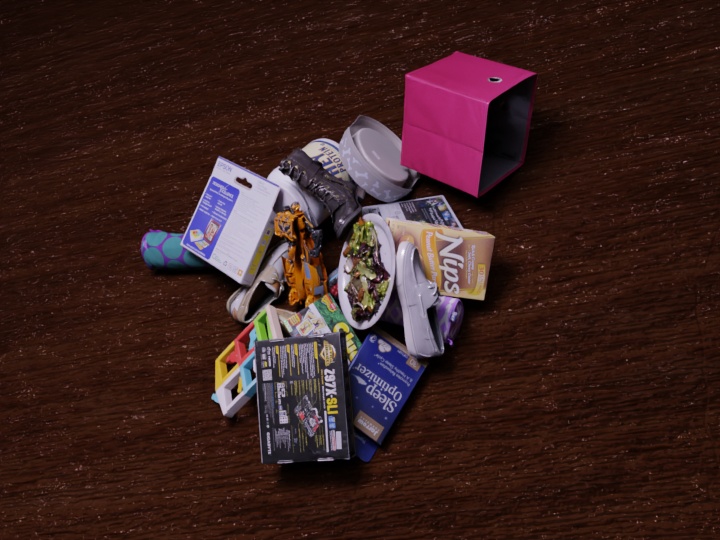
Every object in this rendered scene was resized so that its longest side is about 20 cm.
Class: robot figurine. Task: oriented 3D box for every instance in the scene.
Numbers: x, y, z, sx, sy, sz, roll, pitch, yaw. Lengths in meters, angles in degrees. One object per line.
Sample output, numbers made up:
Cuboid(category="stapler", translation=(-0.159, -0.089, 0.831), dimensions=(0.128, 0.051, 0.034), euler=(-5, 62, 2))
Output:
Cuboid(category="robot figurine", translation=(-0.114, -0.028, 1.293), dimensions=(0.057, 0.206, 0.144), euler=(-20, 19, -30))

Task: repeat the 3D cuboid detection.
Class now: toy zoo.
Cuboid(category="toy zoo", translation=(-0.214, 0.177, 1.248), dimensions=(0.200, 0.020, 0.133), euler=(-44, 41, 20))

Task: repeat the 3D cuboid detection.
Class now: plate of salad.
Cuboid(category="plate of salad", translation=(0.000, 0.000, 1.193), dimensions=(0.047, 0.202, 0.203), euler=(8, 43, -31))

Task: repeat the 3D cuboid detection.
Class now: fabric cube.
Cuboid(category="fabric cube", translation=(0.216, -0.302, 1.361), dimensions=(0.197, 0.205, 0.194), euler=(28, 44, 32))

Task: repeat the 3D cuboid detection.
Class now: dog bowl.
Cuboid(category="dog bowl", translation=(0.037, -0.230, 1.419), dimensions=(0.059, 0.196, 0.204), euler=(-43, 43, 33))

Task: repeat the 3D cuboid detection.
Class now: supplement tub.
Cuboid(category="supplement tub", translation=(-0.111, -0.170, 1.409), dimensions=(0.142, 0.149, 0.200), euler=(16, 41, 27))

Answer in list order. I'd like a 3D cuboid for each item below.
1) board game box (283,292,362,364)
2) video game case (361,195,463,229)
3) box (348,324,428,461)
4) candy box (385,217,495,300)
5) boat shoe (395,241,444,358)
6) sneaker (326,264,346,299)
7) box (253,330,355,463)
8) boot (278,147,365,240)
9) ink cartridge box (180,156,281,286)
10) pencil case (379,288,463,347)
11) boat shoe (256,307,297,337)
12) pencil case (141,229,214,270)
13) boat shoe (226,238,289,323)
Cuboid(category="board game box", translation=(-0.046, 0.151, 1.210), dimensions=(0.103, 0.024, 0.202), euler=(-30, 76, -18))
Cuboid(category="video game case", translation=(0.101, -0.089, 1.324), dimensions=(0.176, 0.024, 0.201), euler=(-9, 29, -3))
Cuboid(category="box", translation=(0.020, 0.211, 1.167), dimensions=(0.119, 0.033, 0.202), euler=(32, 70, 6))
Cuboid(category="candy box", translation=(0.134, -0.021, 1.212), dimensions=(0.193, 0.119, 0.055), euler=(8, 11, -6))
Cuboid(category="boat shoe", translation=(0.105, 0.051, 1.144), dimensions=(0.067, 0.072, 0.207), euler=(-3, 98, 27))
Cuboid(category="sneaker", translation=(0.004, -0.017, 1.351), dimensions=(0.197, 0.081, 0.095), euler=(-33, 40, -17))
Cuboid(category="box", translation=(-0.093, 0.212, 1.123), dimensions=(0.154, 0.049, 0.207), euler=(-7, 83, 13))
Cuboid(category="boot", translation=(-0.080, -0.150, 1.263), dimensions=(0.070, 0.171, 0.201), euler=(-53, 11, 25))
Cuboid(category="ink cartridge box", translation=(-0.255, -0.102, 1.361), dimensions=(0.195, 0.047, 0.204), euler=(27, 91, 33))
Cuboid(category="pencil case", translation=(0.096, 0.076, 1.243), dimensions=(0.195, 0.084, 0.088), euler=(14, 83, 28))
Cuboid(category="boat shoe", translation=(-0.107, 0.112, 1.295), dimensions=(0.196, 0.073, 0.077), euler=(24, 52, 20))
Cuboid(category="pencil case", translation=(-0.381, -0.049, 1.479), dimensions=(0.193, 0.085, 0.096), euler=(-2, 78, 15))
Cuboid(category="boat shoe", translation=(-0.183, 0.026, 1.365), dimensions=(0.201, 0.075, 0.068), euler=(-51, 39, -7))
